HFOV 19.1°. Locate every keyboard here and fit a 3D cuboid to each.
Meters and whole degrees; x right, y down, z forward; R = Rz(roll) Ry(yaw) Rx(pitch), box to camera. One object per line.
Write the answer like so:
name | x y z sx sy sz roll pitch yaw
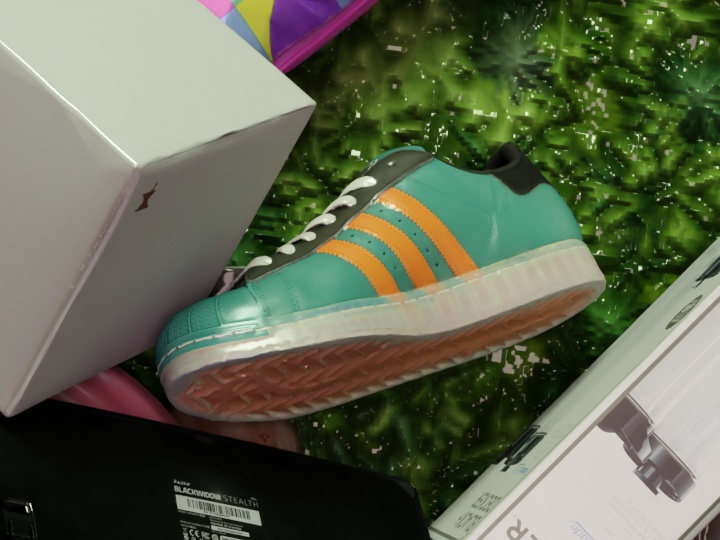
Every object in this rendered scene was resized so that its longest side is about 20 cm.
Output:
keyboard | -0.057 0.107 0.763 0.199 0.040 0.105 16 41 -31

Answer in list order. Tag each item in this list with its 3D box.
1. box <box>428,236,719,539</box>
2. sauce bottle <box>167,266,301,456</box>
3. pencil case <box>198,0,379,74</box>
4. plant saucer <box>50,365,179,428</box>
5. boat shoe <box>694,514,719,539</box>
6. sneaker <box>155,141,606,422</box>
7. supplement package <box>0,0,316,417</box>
box | 0.118 0.057 0.821 0.200 0.117 0.060 -45 90 -5
sauce bottle | -0.053 0.100 0.833 0.064 0.065 0.202 -1 85 -4
pencil case | -0.006 -0.143 0.840 0.199 0.088 0.089 -37 90 -3
plant saucer | -0.148 0.122 0.799 0.199 0.051 0.202 -1 86 16
boat shoe | 0.177 0.178 0.845 0.071 0.061 0.203 -20 88 -4
sneaker | 0.000 0.000 0.819 0.199 0.071 0.080 -13 68 -36
supplement package | -0.139 -0.067 0.768 0.200 0.117 0.118 41 120 15
